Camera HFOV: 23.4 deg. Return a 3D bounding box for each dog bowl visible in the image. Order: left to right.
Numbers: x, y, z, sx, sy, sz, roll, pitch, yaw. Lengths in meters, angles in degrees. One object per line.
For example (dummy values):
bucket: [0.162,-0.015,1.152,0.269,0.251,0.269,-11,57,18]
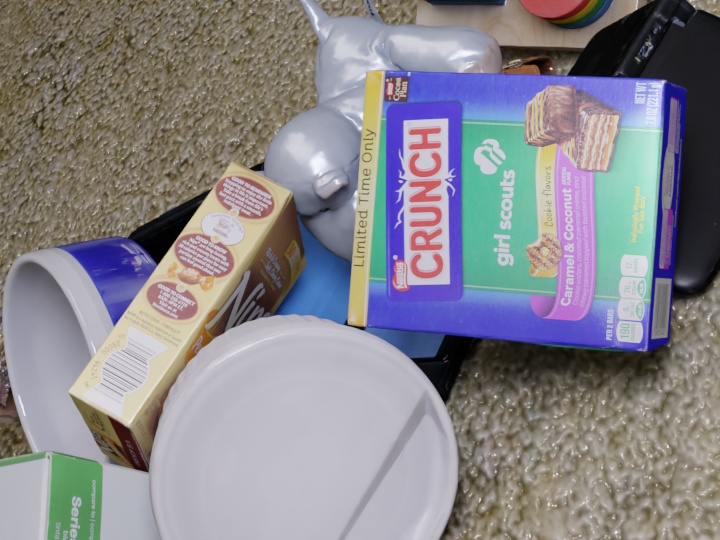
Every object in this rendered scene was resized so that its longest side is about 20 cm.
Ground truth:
dog bowl: [-0.202,0.077,1.334,0.079,0.201,0.200,-14,20,-30]

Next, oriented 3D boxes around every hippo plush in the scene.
hippo plush: [0.012,-0.098,1.236,0.159,0.200,0.161,-2,46,42]

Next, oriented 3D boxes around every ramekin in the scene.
ramekin: [-0.043,0.122,1.132,0.202,0.202,0.094,-42,20,-1]

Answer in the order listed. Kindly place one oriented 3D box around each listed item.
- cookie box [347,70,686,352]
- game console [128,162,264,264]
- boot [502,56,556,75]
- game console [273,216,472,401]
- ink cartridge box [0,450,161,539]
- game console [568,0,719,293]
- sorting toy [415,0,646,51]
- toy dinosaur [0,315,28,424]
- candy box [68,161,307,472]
cookie box: [0.100,-0.040,1.119,0.199,0.075,0.172,4,91,21]
game console: [-0.162,-0.041,1.496,0.199,0.116,0.176,-25,36,23]
boot: [0.083,-0.152,1.429,0.155,0.077,0.200,-22,24,14]
game console: [0.000,0.000,1.293,0.175,0.116,0.200,-6,47,43]
ink cartridge box: [-0.189,0.187,1.186,0.146,0.200,0.083,-14,67,36]
game console: [0.200,-0.082,1.228,0.200,0.116,0.176,-56,12,-17]
sorting toy: [0.132,-0.283,1.396,0.198,0.070,0.201,6,89,30]
toy dinosaur: [-0.281,0.072,1.483,0.086,0.136,0.200,-24,36,25]
candy box: [-0.115,0.037,1.202,0.055,0.116,0.200,28,69,16]
